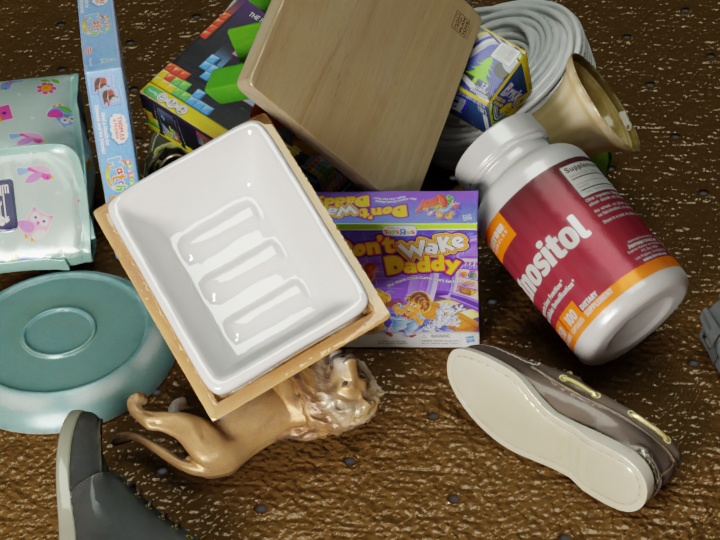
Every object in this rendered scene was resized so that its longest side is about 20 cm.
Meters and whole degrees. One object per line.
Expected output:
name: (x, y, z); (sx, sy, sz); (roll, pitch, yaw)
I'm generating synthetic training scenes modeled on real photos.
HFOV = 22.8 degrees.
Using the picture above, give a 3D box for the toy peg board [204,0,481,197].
toy peg board: (-0.021, -0.180, 1.496); (0.097, 0.199, 0.201); (-2, 59, 47)

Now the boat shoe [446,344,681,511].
boat shoe: (0.156, 0.112, 1.388); (0.200, 0.072, 0.059); (31, 44, 31)

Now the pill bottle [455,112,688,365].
pill bottle: (0.169, -0.030, 1.477); (0.113, 0.113, 0.200); (-27, 66, -26)

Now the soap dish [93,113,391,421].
soap dish: (-0.091, 0.000, 1.379); (0.157, 0.081, 0.201); (-30, 71, -6)

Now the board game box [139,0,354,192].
board game box: (-0.070, -0.151, 1.599); (0.199, 0.057, 0.165); (32, 66, 23)

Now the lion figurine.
lion figurine: (-0.088, 0.117, 1.415); (0.200, 0.073, 0.123); (-35, 59, -13)

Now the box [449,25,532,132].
box: (0.056, -0.203, 1.609); (0.199, 0.070, 0.064); (33, 76, 21)

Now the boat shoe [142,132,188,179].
boat shoe: (-0.168, -0.083, 1.662); (0.072, 0.061, 0.202); (-7, 39, -5)

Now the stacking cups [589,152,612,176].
stacking cups: (0.197, -0.071, 1.613); (0.060, 0.061, 0.201); (4, 40, 10)

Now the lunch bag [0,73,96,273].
lunch bag: (-0.326, -0.076, 1.624); (0.169, 0.122, 0.201); (-6, 47, -5)

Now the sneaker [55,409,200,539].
sneaker: (-0.171, 0.188, 1.331); (0.105, 0.075, 0.201); (-4, 48, -7)

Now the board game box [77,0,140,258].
board game box: (-0.225, -0.137, 1.623); (0.036, 0.201, 0.152); (-9, 39, -6)

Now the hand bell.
hand bell: (0.140, -0.094, 1.593); (0.200, 0.104, 0.104); (-35, 33, 22)

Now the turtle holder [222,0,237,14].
turtle holder: (-0.095, -0.213, 1.759); (0.184, 0.132, 0.141); (-8, 40, -6)

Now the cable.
cable: (0.126, -0.176, 1.699); (0.199, 0.069, 0.201); (-10, 42, 29)

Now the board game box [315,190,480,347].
board game box: (0.000, 0.000, 1.486); (0.199, 0.135, 0.045); (0, 39, 5)

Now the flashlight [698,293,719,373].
flashlight: (0.330, 0.090, 1.400); (0.067, 0.068, 0.201); (-10, 40, -6)

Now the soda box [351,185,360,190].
soda box: (-0.003, -0.170, 1.691); (0.067, 0.064, 0.201); (-6, 49, 44)

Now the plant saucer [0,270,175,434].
plant saucer: (-0.256, 0.060, 1.522); (0.199, 0.028, 0.201); (-2, 39, 2)
